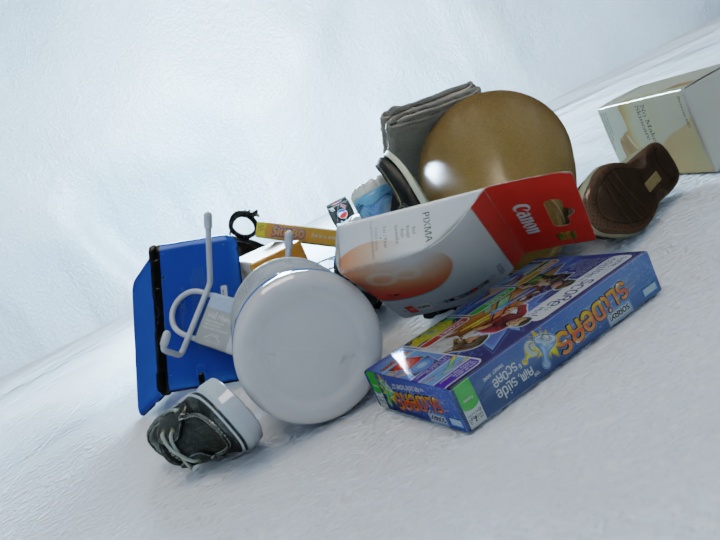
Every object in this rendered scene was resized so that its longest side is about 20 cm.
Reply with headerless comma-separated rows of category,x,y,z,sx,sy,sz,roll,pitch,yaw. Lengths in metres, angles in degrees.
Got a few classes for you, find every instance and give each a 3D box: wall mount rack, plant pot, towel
wall mount rack,-0.149,0.033,0.891,0.198,0.175,0.075,14,-13,21
plant pot,0.158,-0.081,0.813,0.185,0.187,0.200,-24,22,13
towel,0.091,-0.157,0.960,0.131,0.035,0.200,-19,-27,-6

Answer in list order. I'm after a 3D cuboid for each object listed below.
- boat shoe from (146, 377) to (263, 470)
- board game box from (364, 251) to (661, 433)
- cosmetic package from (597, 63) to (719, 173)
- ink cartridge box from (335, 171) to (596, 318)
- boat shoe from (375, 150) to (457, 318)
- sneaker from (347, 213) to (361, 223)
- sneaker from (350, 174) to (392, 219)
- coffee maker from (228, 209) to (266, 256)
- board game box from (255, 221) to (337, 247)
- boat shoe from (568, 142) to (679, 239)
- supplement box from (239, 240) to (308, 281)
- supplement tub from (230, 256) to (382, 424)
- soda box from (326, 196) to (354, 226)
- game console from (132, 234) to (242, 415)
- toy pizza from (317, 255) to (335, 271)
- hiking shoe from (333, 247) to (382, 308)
boat shoe,-0.147,0.150,0.682,0.071,0.072,0.200,-41,5,-28
board game box,0.115,0.047,0.583,0.199,0.035,0.135,-30,10,-22
cosmetic package,0.375,-0.174,0.895,0.071,0.106,0.200,-28,8,-4
ink cartridge box,0.099,-0.013,0.655,0.198,0.051,0.162,-10,-21,22
boat shoe,0.055,-0.043,0.804,0.067,0.201,0.072,-28,-25,7
sneaker,0.055,-0.080,1.183,0.086,0.076,0.199,-6,-3,38
sneaker,0.057,-0.035,0.926,0.078,0.091,0.200,-28,-32,22
coffee maker,-0.226,0.029,1.152,0.133,0.194,0.200,-7,17,20
board game box,-0.038,-0.044,1.048,0.198,0.030,0.095,10,2,18
boat shoe,0.259,-0.070,0.768,0.201,0.075,0.075,-24,-5,-44
supplement box,-0.106,0.030,1.017,0.073,0.127,0.200,-27,10,-14
supplement tub,-0.059,0.057,0.713,0.131,0.133,0.200,-27,8,-8
soda box,-0.059,-0.175,2.243,0.070,0.064,0.200,-27,8,0
game console,-0.233,0.074,1.004,0.169,0.202,0.119,-9,-22,-4
toy pizza,0.005,-0.001,1.114,0.198,0.032,0.200,-13,12,3
hiking shoe,0.000,0.000,0.917,0.074,0.088,0.200,9,-3,-5
